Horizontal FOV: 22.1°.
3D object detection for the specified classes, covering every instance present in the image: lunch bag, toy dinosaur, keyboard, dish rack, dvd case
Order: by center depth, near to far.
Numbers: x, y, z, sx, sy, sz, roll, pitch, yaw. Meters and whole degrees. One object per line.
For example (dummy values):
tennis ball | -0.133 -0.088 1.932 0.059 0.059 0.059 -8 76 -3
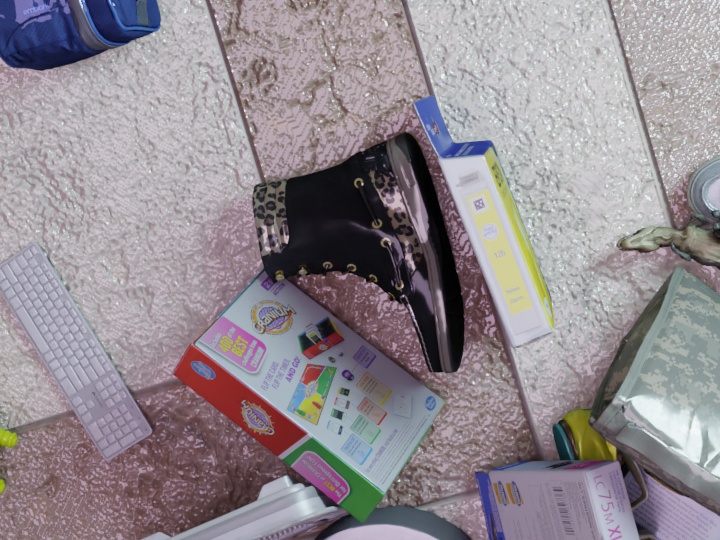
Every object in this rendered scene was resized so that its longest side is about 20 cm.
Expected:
lunch bag | 0.273 0.118 1.466 0.163 0.200 0.118 34 123 3
toy dinosaur | 0.313 -0.014 1.511 0.198 0.088 0.048 19 76 6
lunch bag | -0.247 -0.278 1.542 0.131 0.136 0.202 -15 94 11
dish rack | -0.100 0.219 1.570 0.198 0.171 0.044 -25 81 13
dvd case | 0.267 0.231 1.583 0.142 0.018 0.201 34 102 5
keyboard | -0.260 0.073 1.656 0.056 0.011 0.201 -31 91 12

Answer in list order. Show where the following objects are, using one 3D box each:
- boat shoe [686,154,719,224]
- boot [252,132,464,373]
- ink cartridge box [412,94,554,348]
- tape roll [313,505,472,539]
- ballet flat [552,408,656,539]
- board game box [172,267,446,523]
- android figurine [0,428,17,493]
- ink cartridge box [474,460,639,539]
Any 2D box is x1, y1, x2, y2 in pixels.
boat shoe | 0.365 -0.062 1.498 0.198 0.071 0.071 3 99 11
boot | 0.000 -0.001 1.572 0.152 0.073 0.206 -14 91 14
ink cartridge box | 0.103 -0.051 1.481 0.047 0.198 0.202 -19 95 9
tape roll | 0.027 0.311 1.611 0.198 0.066 0.203 1 97 10
ballet flat | 0.213 0.213 1.552 0.066 0.067 0.202 -13 94 -11
board game box | -0.039 0.099 1.549 0.199 0.153 0.040 38 125 3
android figurine | -0.409 0.146 1.675 0.198 0.041 0.184 16 100 8
ink cartridge box | 0.165 0.219 1.528 0.042 0.200 0.121 -15 90 -26
